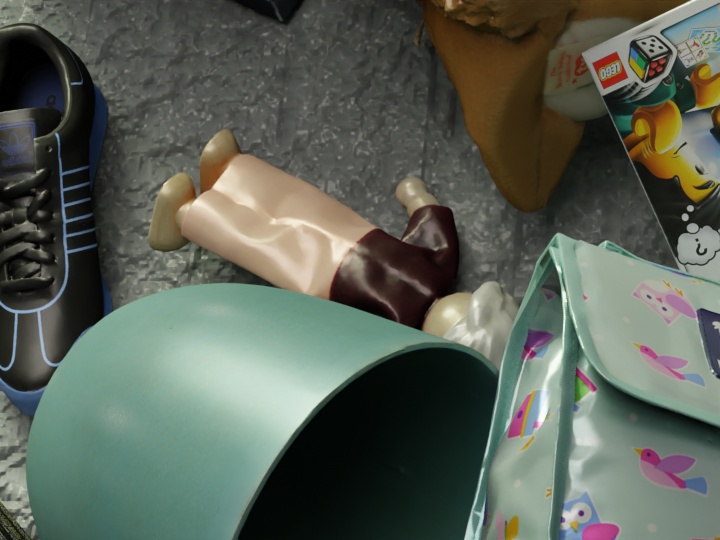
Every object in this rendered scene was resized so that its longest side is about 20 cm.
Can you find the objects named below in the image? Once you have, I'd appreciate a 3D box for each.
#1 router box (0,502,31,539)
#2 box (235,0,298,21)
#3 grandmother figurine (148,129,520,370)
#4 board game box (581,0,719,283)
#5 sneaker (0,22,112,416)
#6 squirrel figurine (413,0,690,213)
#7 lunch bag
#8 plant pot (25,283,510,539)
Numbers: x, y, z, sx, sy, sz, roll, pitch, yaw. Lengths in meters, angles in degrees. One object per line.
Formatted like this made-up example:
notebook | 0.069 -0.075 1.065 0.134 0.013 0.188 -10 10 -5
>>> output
router box | -0.185 0.132 1.191 0.051 0.149 0.200 -42 61 -5
box | -0.114 -0.253 1.316 0.200 0.197 0.118 27 76 26
grandmother figurine | 0.000 0.000 1.247 0.200 0.061 0.121 30 67 24
board game box | 0.211 -0.079 1.115 0.200 0.035 0.127 -25 92 25
sneaker | -0.168 -0.029 1.298 0.070 0.078 0.201 -9 64 13
squirrel figurine | 0.052 -0.158 1.226 0.142 0.200 0.187 -43 48 6
lunch bag | 0.139 0.095 1.092 0.170 0.122 0.201 16 71 -14
plant pot | -0.052 0.098 1.146 0.161 0.201 0.201 24 75 36
